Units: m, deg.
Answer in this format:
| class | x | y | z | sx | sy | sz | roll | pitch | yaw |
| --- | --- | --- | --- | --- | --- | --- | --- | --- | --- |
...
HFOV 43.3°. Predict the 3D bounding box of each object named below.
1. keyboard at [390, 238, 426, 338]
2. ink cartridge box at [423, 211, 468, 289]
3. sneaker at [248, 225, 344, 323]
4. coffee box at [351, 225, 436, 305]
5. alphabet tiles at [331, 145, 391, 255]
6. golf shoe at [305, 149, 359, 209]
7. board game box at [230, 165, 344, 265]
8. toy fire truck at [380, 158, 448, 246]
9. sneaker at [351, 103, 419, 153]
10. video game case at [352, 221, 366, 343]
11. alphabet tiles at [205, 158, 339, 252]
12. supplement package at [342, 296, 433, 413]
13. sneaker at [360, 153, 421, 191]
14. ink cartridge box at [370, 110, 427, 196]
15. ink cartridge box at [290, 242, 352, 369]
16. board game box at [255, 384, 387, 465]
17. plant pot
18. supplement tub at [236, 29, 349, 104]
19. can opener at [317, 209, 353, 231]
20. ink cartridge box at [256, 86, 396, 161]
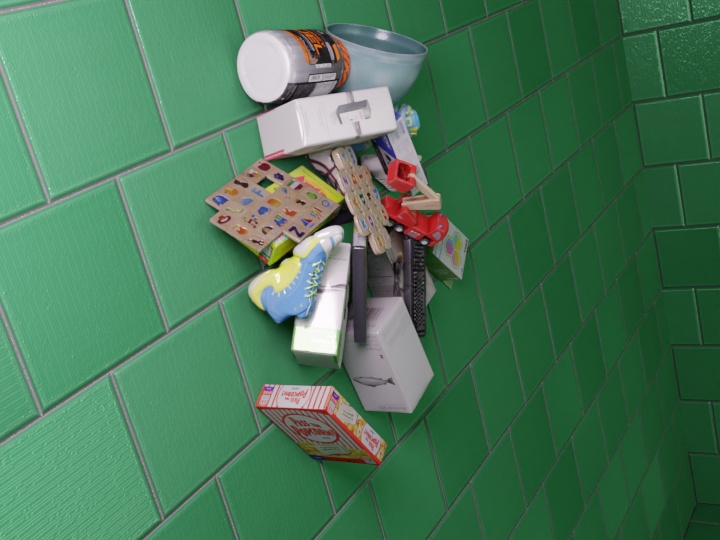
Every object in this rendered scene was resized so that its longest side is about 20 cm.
| class | x | y | z | sx | sy | sz | roll | pitch | yaw |
| --- | --- | --- | --- | --- | --- | --- | --- | --- | --- |
| keyboard | 0.101 | 0.037 | 1.823 | 0.127 | 0.020 | 0.202 | -1 | 89 | -54 |
| ink cartridge box | 0.195 | -0.043 | 2.073 | 0.200 | 0.059 | 0.105 | 39 | 56 | -48 |
| sneaker | -0.087 | 0.014 | 1.502 | 0.105 | 0.200 | 0.076 | 55 | 20 | 4 |
| coffee box | 0.071 | -0.004 | 1.868 | 0.115 | 0.079 | 0.201 | -52 | 129 | -44 |
| alphabet tiles | 0.003 | -0.126 | 1.626 | 0.201 | 0.015 | 0.196 | 67 | 18 | -4 |
| golf shoe | -0.039 | -0.198 | 1.714 | 0.077 | 0.088 | 0.201 | -55 | 130 | -40 |
| board game box | -0.126 | -0.098 | 1.547 | 0.200 | 0.101 | 0.048 | -40 | 162 | -45 |
| toy fire truck | 0.108 | -0.126 | 1.756 | 0.199 | 0.141 | 0.049 | 26 | 54 | -27 |
| sneaker | 0.041 | -0.284 | 1.800 | 0.200 | 0.130 | 0.080 | -40 | 122 | -49 |
| video game case | 0.000 | 0.000 | 1.679 | 0.181 | 0.025 | 0.201 | -88 | 178 | -59 |
| alphabet tiles | -0.151 | -0.103 | 1.496 | 0.200 | 0.166 | 0.008 | -46 | 163 | -47 |
| supplement package | 0.044 | 0.166 | 1.784 | 0.117 | 0.116 | 0.201 | -53 | 129 | -44 |
| sneaker | 0.069 | -0.205 | 1.892 | 0.199 | 0.076 | 0.081 | -4 | 101 | -55 |
| ink cartridge box | 0.062 | -0.236 | 1.727 | 0.044 | 0.094 | 0.200 | -40 | 144 | -9 |
| ink cartridge box | -0.065 | 0.060 | 1.608 | 0.146 | 0.083 | 0.202 | 85 | 12 | -75 |
| board game box | -0.066 | 0.269 | 1.581 | 0.200 | 0.151 | 0.047 | 51 | 48 | -40 |
| plant pot | 0.018 | -0.380 | 1.744 | 0.200 | 0.199 | 0.135 | -27 | 136 | -53 |
| supplement tub | -0.111 | -0.358 | 1.586 | 0.200 | 0.122 | 0.124 | -24 | 107 | -55 |
| can opener | -0.080 | -0.090 | 1.652 | 0.199 | 0.063 | 0.079 | -9 | 95 | -48 |
| ink cartridge box | -0.058 | -0.256 | 1.582 | 0.199 | 0.145 | 0.086 | -14 | 94 | -34 |
